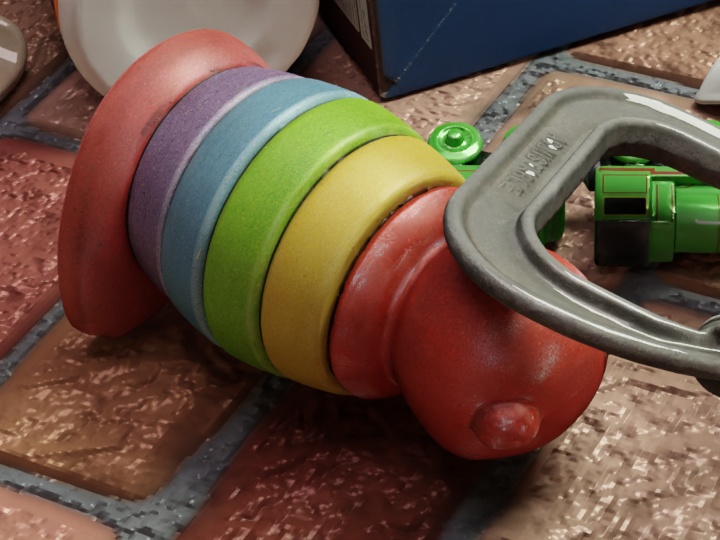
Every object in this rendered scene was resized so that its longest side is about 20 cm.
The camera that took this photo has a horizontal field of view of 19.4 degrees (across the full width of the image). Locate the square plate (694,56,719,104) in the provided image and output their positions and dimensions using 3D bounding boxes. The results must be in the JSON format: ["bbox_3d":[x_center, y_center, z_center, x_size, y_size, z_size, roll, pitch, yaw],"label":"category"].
[{"bbox_3d":[0.266,-0.132,0.888,0.198,0.028,0.200,1,35,46],"label":"square plate"}]

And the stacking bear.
[{"bbox_3d":[0.000,0.000,0.756,0.200,0.114,0.121,30,51,30],"label":"stacking bear"}]

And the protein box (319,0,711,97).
[{"bbox_3d":[0.058,-0.209,0.980,0.198,0.135,0.200,-17,41,-13],"label":"protein box"}]

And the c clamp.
[{"bbox_3d":[0.124,-0.012,0.726,0.171,0.027,0.200,32,35,15],"label":"c clamp"}]

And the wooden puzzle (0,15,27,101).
[{"bbox_3d":[-0.258,-0.091,0.889,0.185,0.046,0.200,24,39,3],"label":"wooden puzzle"}]

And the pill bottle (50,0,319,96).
[{"bbox_3d":[-0.096,-0.167,0.965,0.114,0.114,0.200,-14,40,-9],"label":"pill bottle"}]

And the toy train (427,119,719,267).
[{"bbox_3d":[0.117,-0.029,0.826,0.200,0.042,0.056,1,49,7],"label":"toy train"}]
